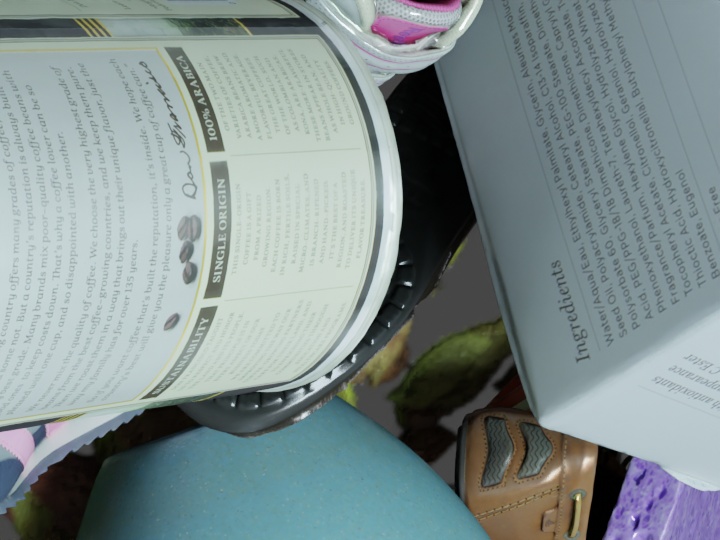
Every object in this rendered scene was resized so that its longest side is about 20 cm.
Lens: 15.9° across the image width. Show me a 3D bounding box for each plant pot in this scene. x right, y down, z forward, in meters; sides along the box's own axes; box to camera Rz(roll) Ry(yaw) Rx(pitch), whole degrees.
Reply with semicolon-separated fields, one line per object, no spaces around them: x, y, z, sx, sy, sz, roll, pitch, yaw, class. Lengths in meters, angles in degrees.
-0.039;0.124;1.030;0.199;0.200;0.135;-19;89;-25;plant pot

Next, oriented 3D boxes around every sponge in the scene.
0.161;0.090;1.158;0.200;0.030;0.112;38;68;-64;sponge

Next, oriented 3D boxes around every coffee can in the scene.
-0.104;-0.021;0.852;0.199;0.146;0.147;-6;119;-46;coffee can

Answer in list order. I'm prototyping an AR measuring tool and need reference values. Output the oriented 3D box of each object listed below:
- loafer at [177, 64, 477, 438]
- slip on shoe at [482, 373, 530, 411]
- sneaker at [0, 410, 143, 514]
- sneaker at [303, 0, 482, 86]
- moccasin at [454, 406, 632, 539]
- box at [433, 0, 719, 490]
0.000;0.000;1.015;0.200;0.073;0.071;-44;163;-27;loafer
0.122;0.014;1.148;0.200;0.061;0.074;-44;157;10;slip on shoe
-0.143;0.039;0.943;0.200;0.070;0.082;-39;120;-50;sneaker
-0.006;-0.104;0.954;0.081;0.088;0.200;-5;138;-32;sneaker
0.095;0.111;1.136;0.077;0.074;0.202;-1;150;12;moccasin
0.148;-0.033;0.982;0.130;0.201;0.198;-34;145;30;box
